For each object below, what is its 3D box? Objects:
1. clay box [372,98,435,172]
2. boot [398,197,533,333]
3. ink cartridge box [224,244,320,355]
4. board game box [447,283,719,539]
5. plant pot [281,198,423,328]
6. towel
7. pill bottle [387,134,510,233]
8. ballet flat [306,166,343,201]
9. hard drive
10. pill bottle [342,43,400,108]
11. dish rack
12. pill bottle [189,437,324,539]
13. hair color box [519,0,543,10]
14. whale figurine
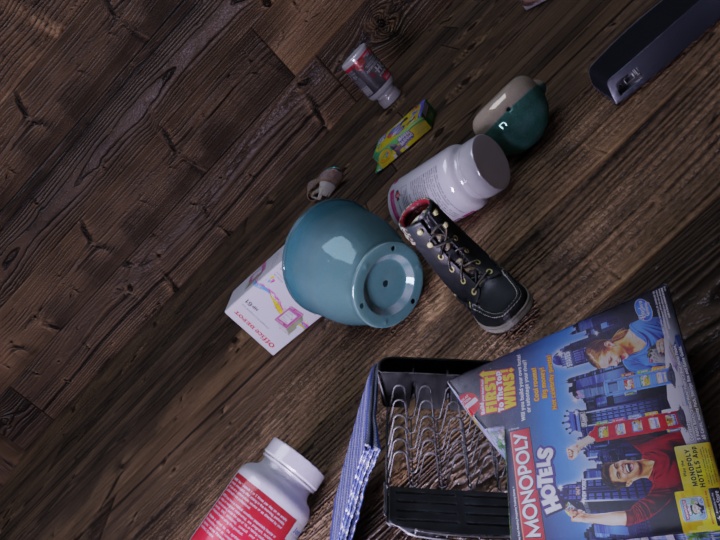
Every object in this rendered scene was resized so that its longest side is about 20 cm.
[{"bbox_3d":[0.103,-0.346,1.795,0.198,0.048,0.116,-36,21,29],"label":"clay box"},{"bbox_3d":[0.126,-0.010,0.880,0.073,0.154,0.204,-44,18,3],"label":"boot"},{"bbox_3d":[-0.156,0.055,1.403,0.199,0.144,0.085,-38,21,24],"label":"ink cartridge box"},{"bbox_3d":[0.169,0.129,0.555,0.196,0.062,0.203,-16,43,24],"label":"board game box"},{"bbox_3d":[0.000,0.000,1.119,0.201,0.200,0.187,-50,34,-11],"label":"plant pot"},{"bbox_3d":[-0.004,0.224,0.753,0.146,0.023,0.204,-85,8,-65],"label":"towel"},{"bbox_3d":[0.147,-0.139,1.164,0.198,0.113,0.115,-28,25,46],"label":"pill bottle"},{"bbox_3d":[-0.108,-0.249,2.075,0.199,0.067,0.069,-21,49,64],"label":"ballet flat"},{"bbox_3d":[0.438,-0.344,1.037,0.199,0.042,0.136,-41,19,19],"label":"hard drive"},{"bbox_3d":[0.041,-0.638,2.292,0.110,0.200,0.111,-40,19,17],"label":"pill bottle"},{"bbox_3d":[0.088,0.162,0.650,0.149,0.056,0.201,1,28,2],"label":"dish rack"},{"bbox_3d":[-0.134,0.319,0.865,0.202,0.112,0.112,-54,19,-19],"label":"pill bottle"},{"bbox_3d":[0.450,-0.721,1.695,0.061,0.100,0.199,-51,18,-11],"label":"hair color box"},{"bbox_3d":[0.267,-0.254,1.197,0.159,0.104,0.200,-43,-6,12],"label":"whale figurine"}]
